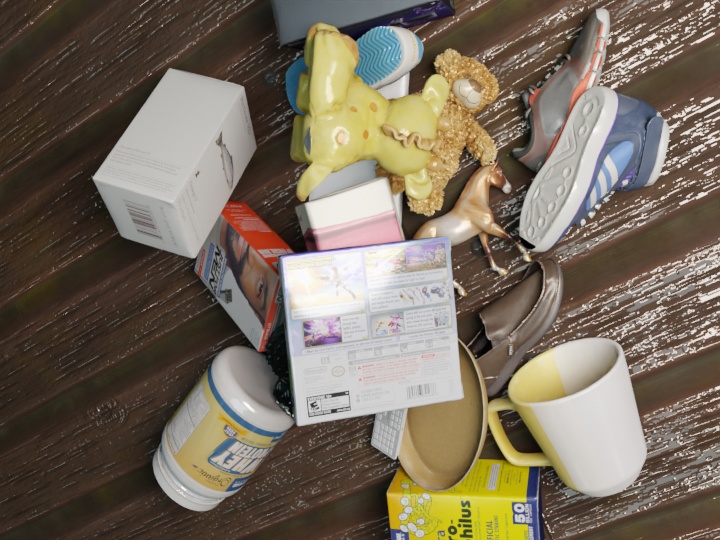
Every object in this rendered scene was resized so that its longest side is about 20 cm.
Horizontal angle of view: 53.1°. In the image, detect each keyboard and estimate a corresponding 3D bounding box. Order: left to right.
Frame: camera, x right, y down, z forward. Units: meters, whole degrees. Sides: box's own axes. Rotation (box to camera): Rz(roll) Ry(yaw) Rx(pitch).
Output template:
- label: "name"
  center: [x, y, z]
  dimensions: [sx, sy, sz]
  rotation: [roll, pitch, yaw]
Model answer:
- label: "keyboard"
  center: [0.049, 0.150, 0.986]
  dimensions: [0.056, 0.010, 0.206]
  rotation: [16, 98, 46]

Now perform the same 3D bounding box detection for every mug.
- label: "mug"
  center: [0.271, 0.188, 0.905]
  dimensions: [0.148, 0.186, 0.156]
  rotation: [-32, 102, -22]

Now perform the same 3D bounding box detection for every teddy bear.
- label: "teddy bear"
  center: [0.098, -0.170, 0.897]
  dimensions: [0.199, 0.067, 0.146]
  rotation: [-42, 88, 9]

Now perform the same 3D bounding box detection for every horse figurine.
- label: "horse figurine"
  center: [0.126, -0.035, 0.936]
  dimensions: [0.197, 0.050, 0.135]
  rotation: [-32, 90, 19]

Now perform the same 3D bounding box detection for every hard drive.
- label: "hard drive"
  center: [-0.004, -0.162, 0.964]
  dimensions: [0.128, 0.027, 0.206]
  rotation: [5, 100, 15]

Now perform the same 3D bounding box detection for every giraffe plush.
- label: "giraffe plush"
  center: [0.014, -0.164, 0.793]
  dimensions: [0.157, 0.203, 0.176]
  rotation: [6, 129, -13]

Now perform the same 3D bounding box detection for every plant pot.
- label: "plant pot"
  center: [0.102, 0.180, 0.937]
  dimensions: [0.198, 0.027, 0.206]
  rotation: [-14, 73, 56]

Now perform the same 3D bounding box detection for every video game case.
- label: "video game case"
  center: [0.012, 0.064, 0.811]
  dimensions: [0.194, 0.045, 0.187]
  rotation: [-6, 95, -12]

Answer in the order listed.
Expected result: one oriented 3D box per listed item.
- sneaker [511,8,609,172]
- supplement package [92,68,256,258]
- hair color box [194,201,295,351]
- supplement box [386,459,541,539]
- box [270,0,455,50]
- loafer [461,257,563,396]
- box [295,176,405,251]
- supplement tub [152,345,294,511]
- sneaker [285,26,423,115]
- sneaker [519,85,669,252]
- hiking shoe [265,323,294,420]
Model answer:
- label: "sneaker"
  center: [0.235, -0.215, 0.862]
  dimensions: [0.080, 0.077, 0.205]
  rotation: [23, 105, 17]
- label: "supplement package"
  center: [-0.231, -0.141, 0.933]
  dimensions: [0.114, 0.118, 0.203]
  rotation: [15, 59, 13]
- label: "hair color box"
  center: [-0.146, 0.002, 0.958]
  dimensions: [0.199, 0.063, 0.113]
  rotation: [41, 122, 40]
- label: "supplement box"
  center: [0.143, 0.327, 0.964]
  dimensions: [0.194, 0.109, 0.112]
  rotation: [-4, 99, 17]
- label: "box"
  center: [0.006, -0.329, 0.872]
  dimensions: [0.195, 0.141, 0.081]
  rotation: [-10, 97, 18]
- label: "loafer"
  center: [0.186, 0.070, 0.914]
  dimensions: [0.070, 0.073, 0.203]
  rotation: [23, 107, -16]
- label: "box"
  center: [0.000, 0.000, 0.895]
  dimensions: [0.106, 0.128, 0.205]
  rotation: [-18, 95, -9]
- label: "supplement tub"
  center: [-0.193, 0.226, 1.026]
  dimensions: [0.144, 0.144, 0.201]
  rotation: [41, 108, 6]
- label: "sneaker"
  center: [-0.011, -0.245, 0.903]
  dimensions: [0.196, 0.080, 0.079]
  rotation: [-9, 99, 37]
- label: "sneaker"
  center: [0.285, -0.098, 0.838]
  dimensions: [0.143, 0.081, 0.204]
  rotation: [16, 105, -26]
- label: "hiking shoe"
  center: [-0.069, 0.110, 0.913]
  dimensions: [0.074, 0.087, 0.202]
  rotation: [36, 147, 18]
